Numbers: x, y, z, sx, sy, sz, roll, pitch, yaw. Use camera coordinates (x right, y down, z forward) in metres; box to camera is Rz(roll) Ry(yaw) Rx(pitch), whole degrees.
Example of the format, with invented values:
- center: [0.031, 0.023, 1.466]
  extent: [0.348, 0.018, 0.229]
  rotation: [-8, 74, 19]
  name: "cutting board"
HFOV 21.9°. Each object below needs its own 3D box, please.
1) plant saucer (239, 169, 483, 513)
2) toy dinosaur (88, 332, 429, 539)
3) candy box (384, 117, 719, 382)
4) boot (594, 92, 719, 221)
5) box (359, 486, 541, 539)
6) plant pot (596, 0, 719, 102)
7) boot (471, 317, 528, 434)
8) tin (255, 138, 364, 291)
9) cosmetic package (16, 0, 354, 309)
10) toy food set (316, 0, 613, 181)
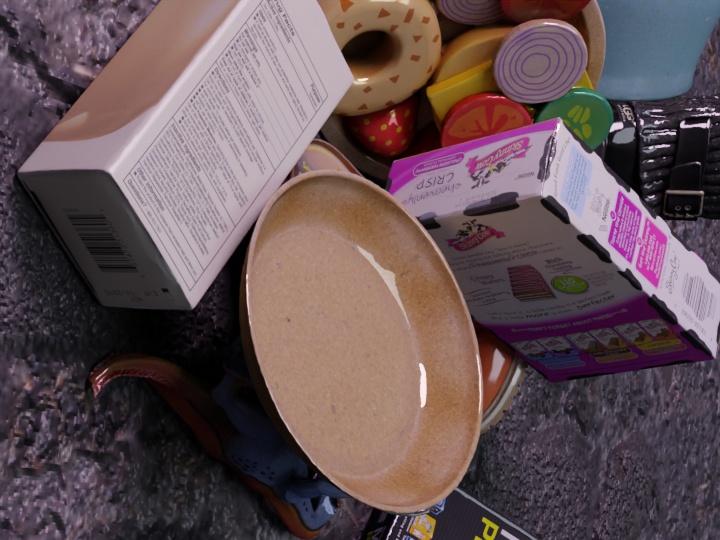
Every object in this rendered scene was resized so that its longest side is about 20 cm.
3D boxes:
- center: [-0.005, 0.043, 1.056]
  extent: [0.200, 0.035, 0.200]
  rotation: [27, 52, -41]
  name: "plant saucer"
- center: [-0.059, 0.097, 1.125]
  extent: [0.105, 0.200, 0.182]
  rotation: [-93, -173, -47]
  name: "toy dinosaur"
- center: [0.124, -0.007, 1.189]
  extent: [0.200, 0.136, 0.061]
  rotation: [39, 54, -37]
  name: "candy box"
- center: [0.211, -0.044, 1.346]
  extent: [0.211, 0.158, 0.079]
  rotation: [100, -18, -49]
  name: "boot"
- center: [0.056, 0.252, 1.229]
  extent: [0.160, 0.044, 0.200]
  rotation: [34, 60, -15]
  name: "box"
- center: [0.184, -0.227, 1.340]
  extent: [0.200, 0.200, 0.188]
  rotation: [-26, 128, -51]
  name: "plant pot"
- center: [0.066, 0.012, 1.285]
  extent: [0.107, 0.075, 0.200]
  rotation: [14, 82, -39]
  name: "boot"
- center: [0.000, 0.000, 1.172]
  extent: [0.200, 0.042, 0.112]
  rotation: [46, 37, -40]
  name: "tin"
- center: [-0.092, -0.082, 1.043]
  extent: [0.200, 0.071, 0.105]
  rotation: [-56, 133, -37]
  name: "cosmetic package"
- center: [0.063, -0.128, 1.173]
  extent: [0.049, 0.198, 0.200]
  rotation: [-103, 167, -49]
  name: "toy food set"
